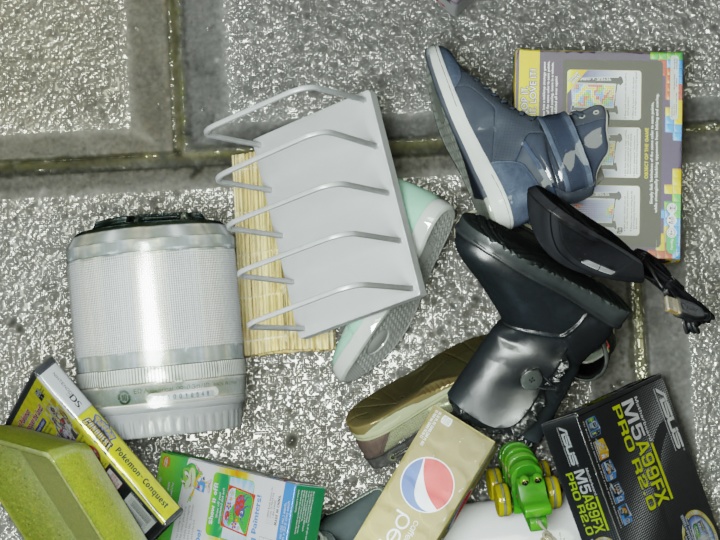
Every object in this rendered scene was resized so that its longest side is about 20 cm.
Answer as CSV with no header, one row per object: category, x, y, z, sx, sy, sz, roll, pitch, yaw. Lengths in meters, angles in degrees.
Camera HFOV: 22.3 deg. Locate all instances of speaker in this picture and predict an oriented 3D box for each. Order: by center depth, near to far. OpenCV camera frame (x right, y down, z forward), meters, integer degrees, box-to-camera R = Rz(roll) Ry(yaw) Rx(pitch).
speaker,0.138,0.256,1.726,0.198,0.081,0.082,-8,87,0

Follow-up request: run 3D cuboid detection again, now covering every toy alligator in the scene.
toy alligator,0.153,0.198,1.668,0.059,0.200,0.055,-8,105,-5

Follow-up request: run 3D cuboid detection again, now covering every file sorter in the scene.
file sorter,-0.048,-0.055,1.675,0.138,0.124,0.202,-20,77,27

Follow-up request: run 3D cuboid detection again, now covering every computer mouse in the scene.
computer mouse,0.226,0.002,1.624,0.199,0.141,0.046,27,106,-39

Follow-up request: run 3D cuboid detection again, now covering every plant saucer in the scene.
plant saucer,-0.263,0.219,1.662,0.048,0.199,0.201,-40,115,-28

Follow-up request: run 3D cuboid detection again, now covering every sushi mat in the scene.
sushi mat,-0.075,-0.019,1.777,0.094,0.012,0.203,-3,86,2

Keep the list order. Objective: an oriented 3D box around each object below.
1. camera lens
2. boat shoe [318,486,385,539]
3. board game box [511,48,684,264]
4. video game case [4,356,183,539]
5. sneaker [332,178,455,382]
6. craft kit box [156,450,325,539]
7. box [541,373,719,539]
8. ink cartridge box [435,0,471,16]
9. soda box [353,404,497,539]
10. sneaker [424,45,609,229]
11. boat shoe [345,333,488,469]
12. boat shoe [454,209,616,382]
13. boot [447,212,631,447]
camera lens,-0.189,0.052,1.700,0.158,0.160,0.202,-5,86,0
boat shoe,-0.046,0.266,1.718,0.200,0.073,0.062,-40,119,7
board game box,0.226,-0.109,1.759,0.163,0.057,0.203,2,87,3
video game case,-0.251,0.183,1.680,0.025,0.200,0.181,-40,87,-28
sneaker,0.000,0.000,1.756,0.118,0.074,0.202,32,102,25
craft kit box,-0.127,0.281,1.685,0.196,0.048,0.202,7,86,43
box,0.258,0.212,1.695,0.044,0.159,0.202,-22,85,41
ink cartridge box,0.063,-0.326,1.702,0.145,0.200,0.084,41,91,3
soda box,0.046,0.227,1.660,0.067,0.064,0.201,30,85,11
sneaker,0.150,-0.141,1.701,0.145,0.077,0.204,-22,66,-5
boat shoe,0.083,0.124,1.745,0.199,0.072,0.067,-26,116,-13
boat shoe,0.165,0.022,1.714,0.073,0.063,0.201,-37,109,28
boot,0.128,0.060,1.645,0.199,0.077,0.169,28,105,-28
